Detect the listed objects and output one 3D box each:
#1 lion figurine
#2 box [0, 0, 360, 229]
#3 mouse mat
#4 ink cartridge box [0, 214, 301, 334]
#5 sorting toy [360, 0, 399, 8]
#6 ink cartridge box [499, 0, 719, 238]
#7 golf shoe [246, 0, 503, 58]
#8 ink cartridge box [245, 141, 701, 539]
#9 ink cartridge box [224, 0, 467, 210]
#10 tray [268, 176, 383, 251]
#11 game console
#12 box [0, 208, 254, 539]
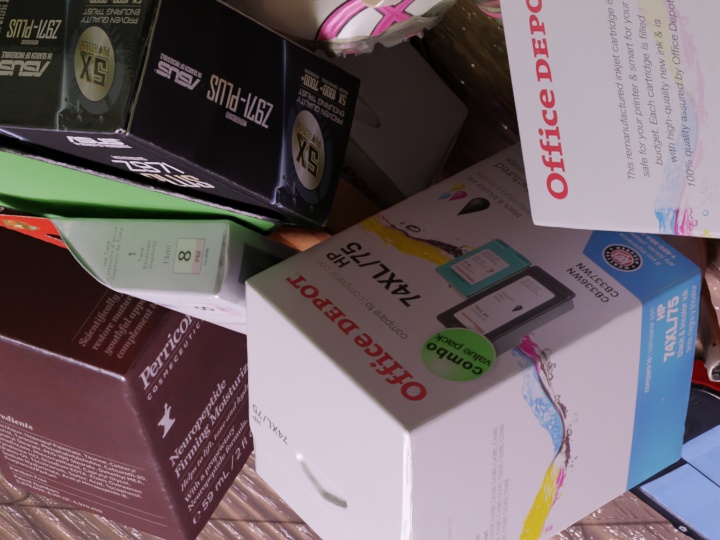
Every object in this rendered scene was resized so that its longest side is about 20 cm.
[{"bbox_3d":[0.174,-0.017,1.268,0.072,0.123,0.201,-1,130,-11],"label":"lion figurine"},{"bbox_3d":[-0.129,-0.091,1.180,0.199,0.087,0.163,7,168,38],"label":"box"},{"bbox_3d":[-0.135,-0.035,1.231,0.159,0.008,0.200,15,172,-12],"label":"mouse mat"},{"bbox_3d":[-0.104,0.009,1.278,0.199,0.058,0.162,-2,166,35],"label":"ink cartridge box"},{"bbox_3d":[-0.005,-0.251,0.983,0.199,0.069,0.200,50,121,10],"label":"sorting toy"},{"bbox_3d":[0.185,-0.105,1.039,0.199,0.144,0.147,6,115,35],"label":"ink cartridge box"},{"bbox_3d":[0.030,-0.170,1.164,0.198,0.073,0.093,-10,125,14],"label":"golf shoe"},{"bbox_3d":[0.058,0.056,1.204,0.147,0.199,0.147,40,145,37],"label":"ink cartridge box"},{"bbox_3d":[-0.056,-0.098,1.336,0.199,0.085,0.145,-8,134,49],"label":"ink cartridge box"},{"bbox_3d":[0.000,0.000,1.335,0.098,0.037,0.200,-5,148,43],"label":"tray"},{"bbox_3d":[0.252,0.144,1.456,0.199,0.031,0.177,37,147,-7],"label":"game console"},{"bbox_3d":[-0.168,0.055,1.564,0.163,0.166,0.201,17,145,24],"label":"box"}]
